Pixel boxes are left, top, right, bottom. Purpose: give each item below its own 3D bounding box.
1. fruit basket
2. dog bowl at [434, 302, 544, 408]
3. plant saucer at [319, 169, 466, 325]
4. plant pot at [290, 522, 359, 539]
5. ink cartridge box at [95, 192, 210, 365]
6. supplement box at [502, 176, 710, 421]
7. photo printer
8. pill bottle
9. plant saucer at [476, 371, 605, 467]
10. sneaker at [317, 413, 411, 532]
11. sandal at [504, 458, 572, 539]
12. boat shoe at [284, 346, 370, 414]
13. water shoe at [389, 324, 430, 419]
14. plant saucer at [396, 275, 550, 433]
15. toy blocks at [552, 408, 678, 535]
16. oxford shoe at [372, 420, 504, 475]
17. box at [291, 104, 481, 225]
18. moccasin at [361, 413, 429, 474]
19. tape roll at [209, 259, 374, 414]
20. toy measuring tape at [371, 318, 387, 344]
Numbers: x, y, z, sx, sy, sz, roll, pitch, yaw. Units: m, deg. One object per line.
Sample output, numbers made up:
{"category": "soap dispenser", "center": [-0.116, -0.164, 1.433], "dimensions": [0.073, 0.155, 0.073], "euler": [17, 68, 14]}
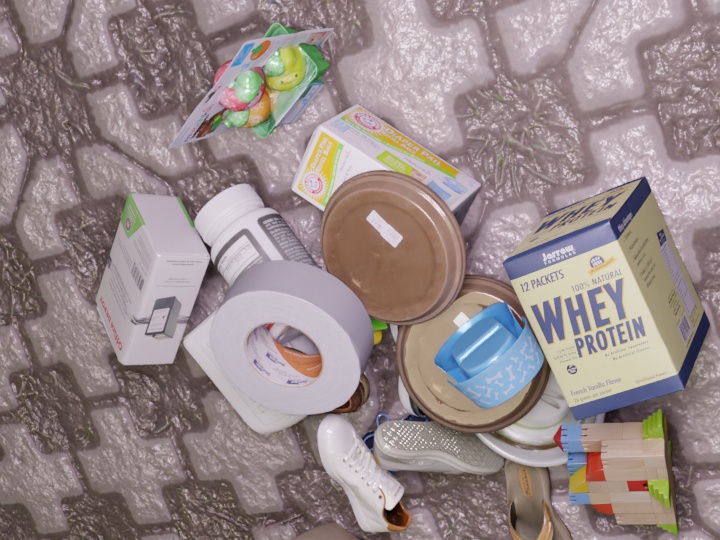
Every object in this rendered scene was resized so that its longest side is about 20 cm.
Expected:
{"category": "fruit basket", "center": [-0.130, -0.224, 1.451], "dimensions": [0.094, 0.200, 0.185], "euler": [46, 122, 4]}
{"category": "dog bowl", "center": [0.149, 0.099, 1.339], "dimensions": [0.111, 0.200, 0.050], "euler": [-40, 99, 1]}
{"category": "plant saucer", "center": [0.033, -0.022, 1.420], "dimensions": [0.199, 0.029, 0.202], "euler": [12, 116, 25]}
{"category": "plant pot", "center": [-0.050, 0.492, 1.715], "dimensions": [0.199, 0.177, 0.201], "euler": [33, 121, 11]}
{"category": "ink cartridge box", "center": [-0.300, 0.014, 1.666], "dimensions": [0.146, 0.083, 0.201], "euler": [56, 134, 41]}
{"category": "supplement box", "center": [0.288, 0.028, 1.341], "dimensions": [0.134, 0.200, 0.201], "euler": [-22, 98, 30]}
{"category": "photo printer", "center": [-0.139, 0.129, 1.676], "dimensions": [0.166, 0.069, 0.200], "euler": [-40, 90, 31]}
{"category": "pill bottle", "center": [-0.130, -0.011, 1.576], "dimensions": [0.201, 0.114, 0.114], "euler": [53, 124, 15]}
{"category": "plant saucer", "center": [0.224, 0.155, 1.515], "dimensions": [0.199, 0.050, 0.202], "euler": [10, 115, 23]}
{"category": "sneaker", "center": [0.014, 0.271, 1.570], "dimensions": [0.084, 0.073, 0.201], "euler": [-4, 126, 38]}
{"category": "sandal", "center": [0.234, 0.339, 1.582], "dimensions": [0.080, 0.054, 0.202], "euler": [-8, 106, 29]}
{"category": "boat shoe", "center": [-0.089, 0.151, 1.585], "dimensions": [0.198, 0.068, 0.073], "euler": [11, 106, 12]}
{"category": "water shoe", "center": [0.091, 0.100, 1.537], "dimensions": [0.079, 0.071, 0.202], "euler": [11, 117, 42]}
{"category": "plant saucer", "center": [0.138, 0.107, 1.462], "dimensions": [0.198, 0.029, 0.202], "euler": [2, 97, 17]}
{"category": "toy blocks", "center": [0.318, 0.255, 1.460], "dimensions": [0.136, 0.100, 0.201], "euler": [-5, 135, 19]}
{"category": "oxford shoe", "center": [0.100, 0.241, 1.558], "dimensions": [0.198, 0.076, 0.058], "euler": [10, 134, -25]}
{"category": "box", "center": [0.032, -0.105, 1.469], "dimensions": [0.199, 0.112, 0.102], "euler": [34, 123, 11]}
{"category": "moccasin", "center": [0.025, 0.258, 1.640], "dimensions": [0.068, 0.080, 0.200], "euler": [39, 121, 5]}
{"category": "tape roll", "center": [-0.086, 0.087, 1.468], "dimensions": [0.199, 0.066, 0.202], "euler": [11, 129, 13]}
{"category": "toy measuring tape", "center": [0.000, 0.000, 1.565], "dimensions": [0.073, 0.073, 0.202], "euler": [-8, 92, 29]}
